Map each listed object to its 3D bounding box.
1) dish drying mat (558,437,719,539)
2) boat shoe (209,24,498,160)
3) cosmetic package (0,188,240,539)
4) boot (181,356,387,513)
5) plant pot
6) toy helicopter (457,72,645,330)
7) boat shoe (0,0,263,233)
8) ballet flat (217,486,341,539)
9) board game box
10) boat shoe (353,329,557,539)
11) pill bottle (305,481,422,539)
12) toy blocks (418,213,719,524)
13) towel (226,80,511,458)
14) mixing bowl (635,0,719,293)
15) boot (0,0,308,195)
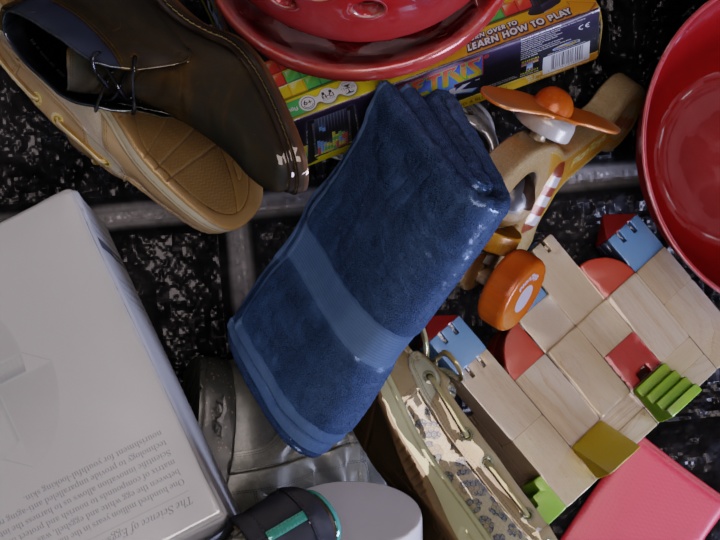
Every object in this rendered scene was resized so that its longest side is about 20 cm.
[{"bbox_3d":[0.138,0.200,1.787,0.077,0.018,0.200,36,86,-11],"label":"dish drying mat"},{"bbox_3d":[-0.012,-0.100,1.717,0.199,0.069,0.071,13,94,-9],"label":"boat shoe"},{"bbox_3d":[-0.197,0.095,1.636,0.199,0.123,0.201,-25,80,0],"label":"cosmetic package"},{"bbox_3d":[-0.042,0.147,1.731,0.130,0.068,0.201,4,94,-16],"label":"boot"},{"bbox_3d":[0.002,-0.213,1.576,0.199,0.183,0.201,-2,60,4],"label":"plant pot"},{"bbox_3d":[0.106,-0.067,1.691,0.079,0.133,0.200,31,43,20],"label":"toy helicopter"},{"bbox_3d":[-0.139,-0.095,1.697,0.200,0.069,0.074,48,55,-2],"label":"boat shoe"},{"bbox_3d":[-0.078,0.190,1.615,0.073,0.073,0.200,17,135,-17],"label":"ballet flat"},{"bbox_3d":[0.015,-0.164,1.685,0.199,0.057,0.166,-21,63,-9],"label":"board game box"},{"bbox_3d":[0.044,0.098,1.689,0.062,0.073,0.201,-26,81,-19],"label":"boat shoe"},{"bbox_3d":[-0.004,0.228,1.687,0.110,0.111,0.201,-5,114,-10],"label":"pill bottle"},{"bbox_3d":[0.125,0.042,1.745,0.200,0.100,0.137,-40,90,-17],"label":"toy blocks"},{"bbox_3d":[0.000,0.000,1.630,0.048,0.112,0.200,12,125,-40],"label":"towel"},{"bbox_3d":[0.240,-0.070,1.739,0.199,0.108,0.201,1,88,-16],"label":"mixing bowl"},{"bbox_3d":[-0.113,-0.097,1.611,0.097,0.075,0.200,-25,55,-25],"label":"boot"}]
